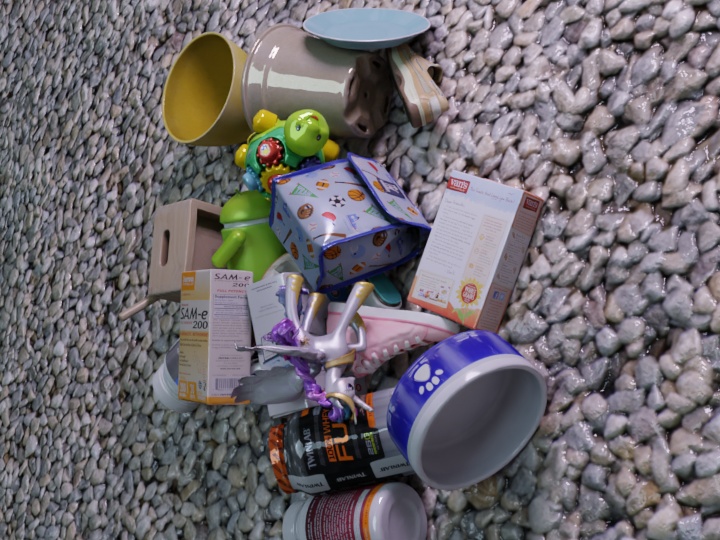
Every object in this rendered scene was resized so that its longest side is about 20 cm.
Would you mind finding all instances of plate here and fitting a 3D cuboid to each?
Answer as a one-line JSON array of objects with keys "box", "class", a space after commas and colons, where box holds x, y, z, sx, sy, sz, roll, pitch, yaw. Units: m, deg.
[{"box": [0.010, -0.374, 1.640, 0.200, 0.199, 0.026, 30, 130, 44], "class": "plate"}]

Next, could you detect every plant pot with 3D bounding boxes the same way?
[{"box": [-0.056, -0.287, 1.680, 0.183, 0.200, 0.202, 12, 87, 33], "class": "plant pot"}, {"box": [-0.237, -0.303, 1.873, 0.199, 0.142, 0.201, -14, 68, 40], "class": "plant pot"}]

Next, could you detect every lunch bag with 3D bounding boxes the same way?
[{"box": [-0.011, -0.080, 1.563, 0.170, 0.199, 0.124, 55, 150, 34], "class": "lunch bag"}]

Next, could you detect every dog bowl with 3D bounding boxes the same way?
[{"box": [0.135, 0.178, 1.337, 0.201, 0.200, 0.079, -58, 44, 15], "class": "dog bowl"}]

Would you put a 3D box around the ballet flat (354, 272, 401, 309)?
[{"box": [0.000, 0.000, 1.620, 0.069, 0.069, 0.200, -46, 52, 25], "class": "ballet flat"}]

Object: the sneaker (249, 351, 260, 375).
[{"box": [-0.159, 0.157, 1.662, 0.200, 0.071, 0.073, 134, 133, -75], "class": "sneaker"}]

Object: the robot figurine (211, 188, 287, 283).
[{"box": [-0.165, -0.042, 1.725, 0.115, 0.175, 0.201, -6, 97, 28], "class": "robot figurine"}]

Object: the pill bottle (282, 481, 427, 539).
[{"box": [-0.013, 0.361, 1.488, 0.199, 0.113, 0.114, -15, 69, 40], "class": "pill bottle"}]

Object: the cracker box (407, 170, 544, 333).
[{"box": [0.159, -0.027, 1.472, 0.134, 0.058, 0.201, 23, 96, 44], "class": "cracker box"}]

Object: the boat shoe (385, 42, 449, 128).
[{"box": [0.090, -0.296, 1.618, 0.076, 0.072, 0.201, -19, 51, 2], "class": "boat shoe"}]

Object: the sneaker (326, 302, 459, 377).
[{"box": [0.041, 0.107, 1.508, 0.199, 0.075, 0.105, 6, 81, 20], "class": "sneaker"}]

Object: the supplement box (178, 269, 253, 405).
[{"box": [-0.223, 0.100, 1.604, 0.126, 0.073, 0.201, -5, 83, 59], "class": "supplement box"}]

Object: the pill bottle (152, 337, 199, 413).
[{"box": [-0.262, 0.148, 1.786, 0.200, 0.113, 0.114, -46, 51, 30], "class": "pill bottle"}]

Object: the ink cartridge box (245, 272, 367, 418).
[{"box": [-0.079, 0.109, 1.574, 0.086, 0.146, 0.201, -20, 78, 36], "class": "ink cartridge box"}]

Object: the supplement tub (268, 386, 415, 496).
[{"box": [-0.019, 0.241, 1.460, 0.199, 0.123, 0.123, -15, 65, 8], "class": "supplement tub"}]

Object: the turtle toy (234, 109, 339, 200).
[{"box": [-0.108, -0.174, 1.613, 0.200, 0.145, 0.101, -55, 18, 41], "class": "turtle toy"}]

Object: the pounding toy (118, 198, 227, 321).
[{"box": [-0.293, -0.003, 1.812, 0.142, 0.184, 0.201, -9, 72, 42], "class": "pounding toy"}]

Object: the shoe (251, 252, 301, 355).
[{"box": [-0.143, 0.061, 1.655, 0.200, 0.070, 0.053, -56, 18, 3], "class": "shoe"}]

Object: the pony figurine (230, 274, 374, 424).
[{"box": [-0.073, 0.108, 1.428, 0.167, 0.192, 0.201, 102, 174, -59], "class": "pony figurine"}]
